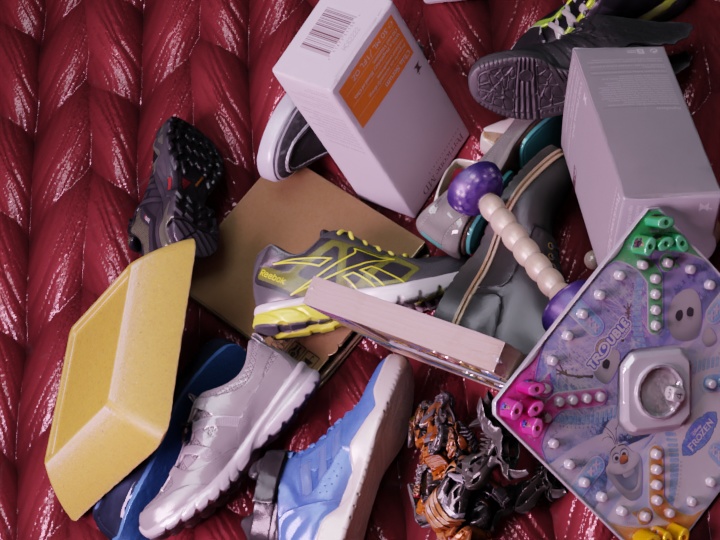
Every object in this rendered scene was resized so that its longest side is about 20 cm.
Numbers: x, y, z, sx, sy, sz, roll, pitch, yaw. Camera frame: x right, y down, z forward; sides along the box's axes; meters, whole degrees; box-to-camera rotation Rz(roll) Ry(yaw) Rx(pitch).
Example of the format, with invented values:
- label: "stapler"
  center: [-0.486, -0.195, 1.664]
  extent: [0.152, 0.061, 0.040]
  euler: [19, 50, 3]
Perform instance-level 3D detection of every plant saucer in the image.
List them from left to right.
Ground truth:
- label: "plant saucer"
  center: [-0.217, 0.089, 1.698]
  extent: [0.200, 0.048, 0.202]
  euler: [-41, 36, 48]

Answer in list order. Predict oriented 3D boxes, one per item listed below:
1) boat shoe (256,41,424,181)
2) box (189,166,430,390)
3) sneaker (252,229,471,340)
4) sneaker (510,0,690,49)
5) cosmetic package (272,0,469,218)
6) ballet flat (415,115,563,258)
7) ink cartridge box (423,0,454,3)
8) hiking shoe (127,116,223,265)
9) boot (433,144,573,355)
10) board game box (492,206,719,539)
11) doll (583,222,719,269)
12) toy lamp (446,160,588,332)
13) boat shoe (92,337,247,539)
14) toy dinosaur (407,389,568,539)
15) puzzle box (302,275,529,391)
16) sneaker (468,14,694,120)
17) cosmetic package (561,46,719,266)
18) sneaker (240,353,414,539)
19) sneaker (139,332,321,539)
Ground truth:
- label: "boat shoe"
  center: [-0.015, -0.149, 1.807]
  extent: [0.068, 0.074, 0.199]
  euler: [27, 56, 29]
- label: "box"
  center: [-0.055, -0.004, 1.767]
  extent: [0.199, 0.021, 0.164]
  euler: [33, 78, 38]
- label: "sneaker"
  center: [0.000, 0.000, 1.669]
  extent: [0.198, 0.075, 0.086]
  euler: [-11, 78, -4]
- label: "sneaker"
  center: [0.207, -0.241, 1.749]
  extent: [0.199, 0.083, 0.072]
  euler: [-33, 51, 4]
- label: "cosmetic package"
  center: [0.012, -0.146, 1.711]
  extent: [0.071, 0.200, 0.102]
  euler: [23, 72, 35]
- label: "ballet flat"
  center: [0.117, -0.093, 1.685]
  extent: [0.063, 0.068, 0.200]
  euler: [27, 58, 25]
- label: "ink cartridge box"
  center: [0.090, -0.380, 1.857]
  extent: [0.083, 0.145, 0.202]
  euler: [-2, 59, 23]
- label: "hiking shoe"
  center: [-0.185, -0.063, 1.834]
  extent: [0.101, 0.076, 0.201]
  euler: [-40, 30, 26]
- label: "boot"
  center: [0.165, 0.006, 1.632]
  extent: [0.137, 0.078, 0.201]
  euler: [24, 77, 25]
- label: "board game box"
  center: [0.225, 0.091, 1.463]
  extent: [0.200, 0.200, 0.026]
  euler: [-50, 22, -10]
- label: "doll"
  center: [0.234, 0.027, 1.574]
  extent: [0.136, 0.049, 0.200]
  euler: [30, 61, 16]
- label: "toy lamp"
  center: [0.139, -0.007, 1.545]
  extent: [0.058, 0.058, 0.200]
  euler: [-37, 54, 0]
- label: "boat shoe"
  center: [-0.174, 0.140, 1.698]
  extent: [0.068, 0.084, 0.201]
  euler: [20, 69, 44]
- label: "toy dinosaur"
  center: [0.096, 0.175, 1.550]
  extent: [0.136, 0.102, 0.201]
  euler: [-42, 62, 26]
- label: "puzzle box"
  center: [0.065, 0.060, 1.523]
  extent: [0.199, 0.133, 0.026]
  euler: [19, 82, 40]
- label: "sneaker"
  center: [0.191, -0.180, 1.684]
  extent: [0.197, 0.061, 0.105]
  euler: [-2, 29, 4]
- label: "cosmetic package"
  center: [0.221, -0.081, 1.561]
  extent: [0.089, 0.108, 0.201]
  euler: [-1, 39, -4]
- label: "sneaker"
  center: [-0.033, 0.152, 1.621]
  extent: [0.110, 0.077, 0.202]
  euler: [13, 73, 22]
- label: "sneaker"
  center: [-0.124, 0.143, 1.660]
  extent: [0.082, 0.075, 0.200]
  euler: [40, 77, 8]
